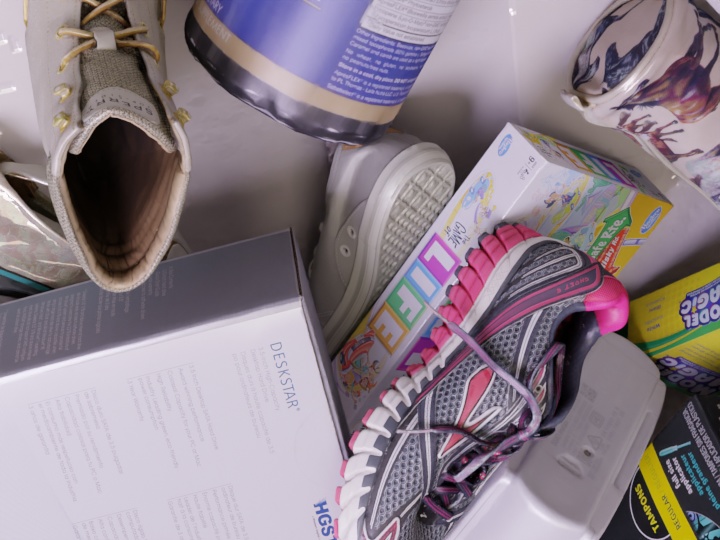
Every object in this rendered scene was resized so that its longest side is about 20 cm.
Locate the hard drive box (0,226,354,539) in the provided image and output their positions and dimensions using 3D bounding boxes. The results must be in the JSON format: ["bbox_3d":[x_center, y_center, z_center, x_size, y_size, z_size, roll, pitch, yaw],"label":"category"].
[{"bbox_3d":[-0.107,0.086,0.824,0.198,0.077,0.157,-13,118,1],"label":"hard drive box"}]

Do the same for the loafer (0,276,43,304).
[{"bbox_3d":[-0.128,0.068,0.905,0.199,0.063,0.072,23,112,-26],"label":"loafer"}]

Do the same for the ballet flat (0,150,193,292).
[{"bbox_3d":[-0.124,-0.005,0.862,0.199,0.067,0.063,27,102,-28],"label":"ballet flat"}]

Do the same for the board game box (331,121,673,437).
[{"bbox_3d":[0.068,0.021,0.912,0.134,0.034,0.201,11,121,-50],"label":"board game box"}]

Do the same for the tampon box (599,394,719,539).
[{"bbox_3d":[0.205,0.187,0.927,0.125,0.151,0.201,4,135,-32],"label":"tampon box"}]

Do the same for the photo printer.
[{"bbox_3d":[0.080,0.144,0.936,0.069,0.167,0.201,35,129,3],"label":"photo printer"}]

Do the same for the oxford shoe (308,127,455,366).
[{"bbox_3d":[0.000,0.000,0.905,0.075,0.058,0.201,-24,145,-36],"label":"oxford shoe"}]

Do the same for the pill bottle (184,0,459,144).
[{"bbox_3d":[0.008,-0.168,0.765,0.111,0.112,0.201,19,114,-24],"label":"pill bottle"}]

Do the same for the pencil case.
[{"bbox_3d":[0.194,-0.072,0.892,0.199,0.078,0.090,32,84,-30],"label":"pencil case"}]

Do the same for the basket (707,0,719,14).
[{"bbox_3d":[0.276,-0.169,0.822,0.200,0.136,0.123,-44,123,14],"label":"basket"}]

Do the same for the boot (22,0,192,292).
[{"bbox_3d":[-0.114,-0.109,0.743,0.071,0.155,0.202,-4,122,-12],"label":"boot"}]

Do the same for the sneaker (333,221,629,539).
[{"bbox_3d":[0.055,0.072,0.804,0.201,0.074,0.081,-61,148,-9],"label":"sneaker"}]

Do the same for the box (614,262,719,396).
[{"bbox_3d":[0.238,0.034,0.933,0.117,0.049,0.199,23,152,-26],"label":"box"}]
